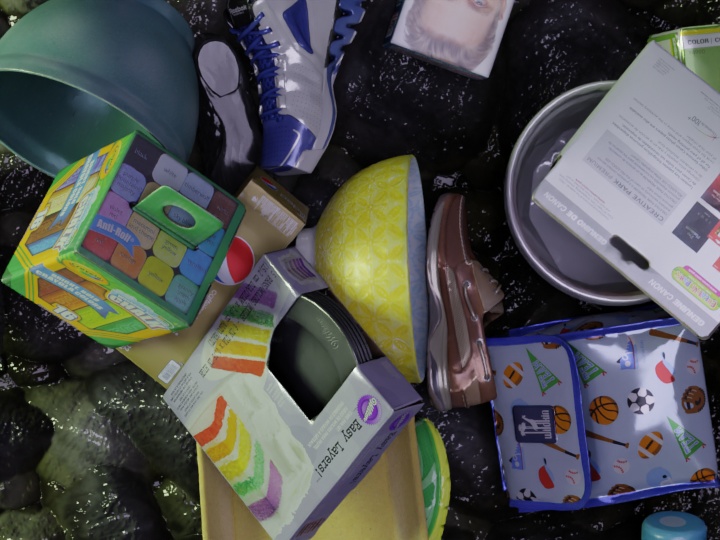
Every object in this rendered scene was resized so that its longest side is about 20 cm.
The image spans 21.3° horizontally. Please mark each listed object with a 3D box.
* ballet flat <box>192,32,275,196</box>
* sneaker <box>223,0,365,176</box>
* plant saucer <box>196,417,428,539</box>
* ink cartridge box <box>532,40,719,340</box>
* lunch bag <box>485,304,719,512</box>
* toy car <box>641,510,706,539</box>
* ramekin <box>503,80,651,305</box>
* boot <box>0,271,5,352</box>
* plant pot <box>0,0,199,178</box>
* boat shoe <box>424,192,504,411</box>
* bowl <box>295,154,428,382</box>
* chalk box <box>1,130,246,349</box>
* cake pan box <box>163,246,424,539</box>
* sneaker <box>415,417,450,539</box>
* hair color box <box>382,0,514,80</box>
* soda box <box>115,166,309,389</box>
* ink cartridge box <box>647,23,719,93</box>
[{"bbox_3d":[-0.118,-0.118,1.741,0.066,0.057,0.202,-11,101,-10],"label":"ballet flat"},{"bbox_3d":[-0.075,-0.190,1.699,0.115,0.080,0.201,22,75,-29],"label":"sneaker"},{"bbox_3d":[-0.046,0.183,1.727,0.198,0.049,0.201,-5,65,-2],"label":"plant saucer"},{"bbox_3d":[0.269,-0.063,1.647,0.200,0.084,0.176,40,84,5],"label":"ink cartridge box"},{"bbox_3d":[0.220,0.127,1.763,0.198,0.124,0.171,-8,94,7],"label":"lunch bag"},{"bbox_3d":[0.373,0.319,1.798,0.199,0.176,0.186,-12,110,-36],"label":"toy car"},{"bbox_3d":[0.227,-0.064,1.742,0.198,0.105,0.202,0,83,0],"label":"ramekin"},{"bbox_3d":[-0.387,0.003,1.702,0.131,0.070,0.202,-4,83,-5],"label":"boot"},{"bbox_3d":[-0.222,-0.168,1.659,0.199,0.200,0.135,26,66,-9],"label":"plant pot"},{"bbox_3d":[0.096,0.029,1.744,0.071,0.076,0.202,-1,80,6],"label":"boat shoe"},{"bbox_3d":[0.000,0.000,1.696,0.107,0.200,0.202,-2,94,7],"label":"bowl"},{"bbox_3d":[-0.189,-0.025,1.605,0.125,0.200,0.125,35,65,-22],"label":"chalk box"},{"bbox_3d":[-0.059,0.108,1.641,0.184,0.052,0.200,50,123,17],"label":"cake pan box"},{"bbox_3d":[0.030,0.233,1.763,0.083,0.074,0.201,15,91,-12],"label":"sneaker"},{"bbox_3d":[0.100,-0.285,1.749,0.099,0.061,0.201,18,91,-8],"label":"hair color box"},{"bbox_3d":[-0.132,0.006,1.708,0.064,0.068,0.200,39,102,-8],"label":"soda box"},{"bbox_3d":[0.357,-0.188,1.720,0.147,0.200,0.076,-6,94,-7],"label":"ink cartridge box"}]
